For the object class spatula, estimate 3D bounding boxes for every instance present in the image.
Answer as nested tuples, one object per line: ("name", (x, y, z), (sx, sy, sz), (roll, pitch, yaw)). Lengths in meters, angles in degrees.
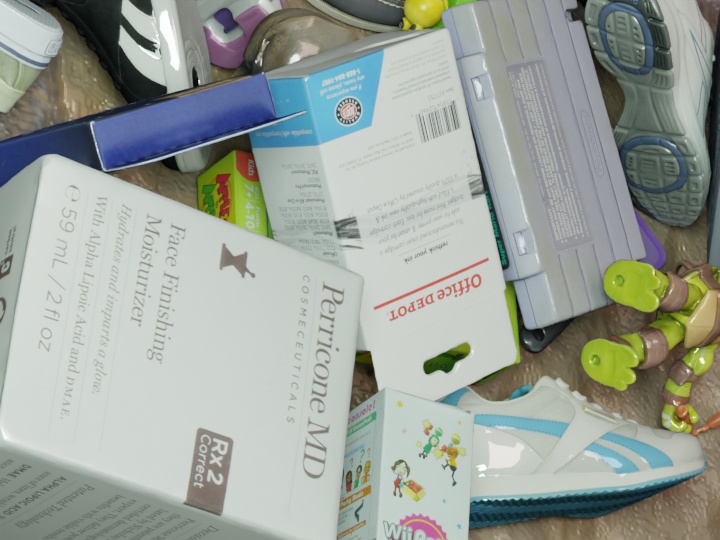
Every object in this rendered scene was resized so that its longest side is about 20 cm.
("spatula", (0.143, 0.008, 1.724), (0.057, 0.021, 0.200), (55, 32, -3))

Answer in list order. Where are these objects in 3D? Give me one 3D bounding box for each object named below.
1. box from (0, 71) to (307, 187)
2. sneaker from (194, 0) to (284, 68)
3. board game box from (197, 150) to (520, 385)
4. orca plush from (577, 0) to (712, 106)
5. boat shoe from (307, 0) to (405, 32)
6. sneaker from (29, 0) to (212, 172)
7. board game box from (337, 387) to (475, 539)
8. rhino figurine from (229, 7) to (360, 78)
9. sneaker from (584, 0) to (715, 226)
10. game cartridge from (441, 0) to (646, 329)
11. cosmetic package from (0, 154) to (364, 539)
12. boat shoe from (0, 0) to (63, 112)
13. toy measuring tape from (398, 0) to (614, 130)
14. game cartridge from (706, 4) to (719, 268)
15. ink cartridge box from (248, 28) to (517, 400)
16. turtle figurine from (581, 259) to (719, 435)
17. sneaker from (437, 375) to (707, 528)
("box", (-0.131, -0.072, 1.472), (0.121, 0.199, 0.033), (-20, 98, -39))
("sneaker", (-0.114, -0.216, 1.633), (0.200, 0.080, 0.089), (44, 46, -18))
("board game box", (0.000, 0.000, 1.630), (0.199, 0.048, 0.102), (11, 64, -31))
("orca plush", (0.159, -0.182, 1.830), (0.201, 0.071, 0.105), (60, 5, -10))
("boat shoe", (-0.024, -0.219, 1.700), (0.199, 0.063, 0.073), (34, 54, -18))
("sneaker", (-0.155, -0.149, 1.581), (0.073, 0.111, 0.201), (-71, 152, -67))
("board game box", (-0.004, 0.184, 1.482), (0.064, 0.147, 0.201), (17, 62, -27))
("rhino figurine", (-0.001, -0.101, 1.638), (0.199, 0.088, 0.060), (19, 30, -43))
("sneaker", (0.203, -0.118, 1.756), (0.087, 0.074, 0.201), (-46, 139, -39))
("game cartridge", (0.114, -0.071, 1.672), (0.129, 0.038, 0.201), (-14, 89, -50))
("cosmetic package", (-0.127, 0.068, 1.436), (0.199, 0.165, 0.166), (20, 61, -27))
("boat shoe", (-0.263, -0.158, 1.507), (0.199, 0.072, 0.062), (31, 99, -7))
("toy measuring tape", (0.088, -0.114, 1.743), (0.200, 0.073, 0.074), (38, 51, -38))
("game cartridge", (0.248, -0.101, 1.773), (0.040, 0.134, 0.201), (7, 51, 2))
("ink cartridge box", (0.012, -0.027, 1.554), (0.116, 0.068, 0.201), (-22, 104, -38))
("turtle figurine", (0.212, 0.018, 1.690), (0.161, 0.201, 0.064), (-3, 38, -47))
("sneaker", (0.131, 0.106, 1.658), (0.199, 0.076, 0.081), (1, 67, -37))
